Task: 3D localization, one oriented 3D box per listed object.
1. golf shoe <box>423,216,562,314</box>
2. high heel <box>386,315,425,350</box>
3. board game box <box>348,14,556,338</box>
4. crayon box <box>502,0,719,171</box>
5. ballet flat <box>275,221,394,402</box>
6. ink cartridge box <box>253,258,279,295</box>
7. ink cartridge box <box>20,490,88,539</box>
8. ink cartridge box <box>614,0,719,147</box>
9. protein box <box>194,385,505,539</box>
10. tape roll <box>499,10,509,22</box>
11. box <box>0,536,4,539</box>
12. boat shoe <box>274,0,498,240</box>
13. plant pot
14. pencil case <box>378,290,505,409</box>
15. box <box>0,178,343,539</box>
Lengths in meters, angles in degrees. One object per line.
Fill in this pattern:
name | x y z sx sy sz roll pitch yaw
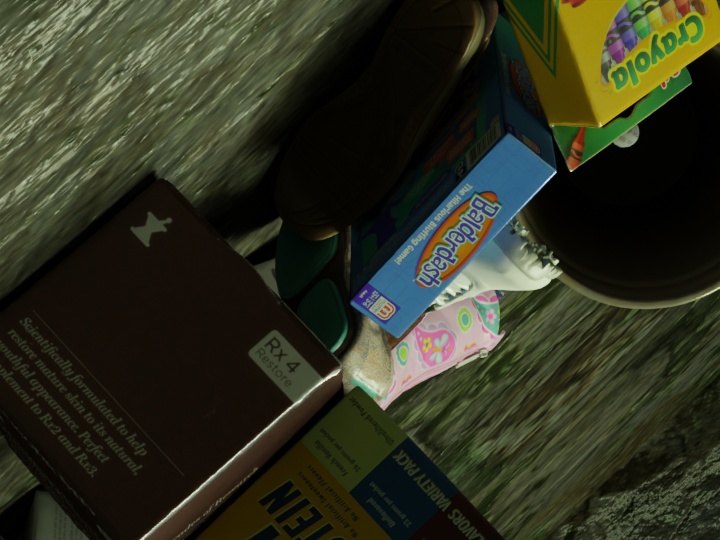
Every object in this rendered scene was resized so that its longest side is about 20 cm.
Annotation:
golf shoe | 0.065 0.001 1.601 0.097 0.078 0.200 -49 -164 -7
high heel | -0.034 0.084 1.789 0.200 0.096 0.067 -46 124 -22
board game box | 0.056 -0.066 1.558 0.152 0.045 0.200 -47 -161 22
crayon box | 0.150 -0.176 1.481 0.127 0.201 0.051 -36 -155 -30
ballet flat | -0.014 0.022 1.587 0.068 0.067 0.200 -39 -150 21
ink cartridge box | 0.000 0.000 1.732 0.199 0.037 0.095 -24 160 -22
ink cartridge box | -0.142 0.247 1.708 0.199 0.147 0.083 9 144 -13
ink cartridge box | 0.227 -0.122 1.847 0.200 0.146 0.084 -54 -160 23
protein box | -0.016 0.201 1.485 0.198 0.135 0.200 -43 165 -4
tape roll | 0.083 -0.110 1.751 0.203 0.037 0.203 -41 164 -15
box | -0.322 0.270 1.691 0.143 0.036 0.200 -32 159 -37
boat shoe | 0.021 -0.102 1.557 0.200 0.072 0.072 -55 163 21
plant pot | 0.194 -0.086 1.702 0.200 0.200 0.174 -47 -174 8
pencil case | 0.039 0.058 1.979 0.200 0.087 0.088 -23 154 -51
box | -0.120 0.083 1.481 0.164 0.166 0.200 -41 164 -12
